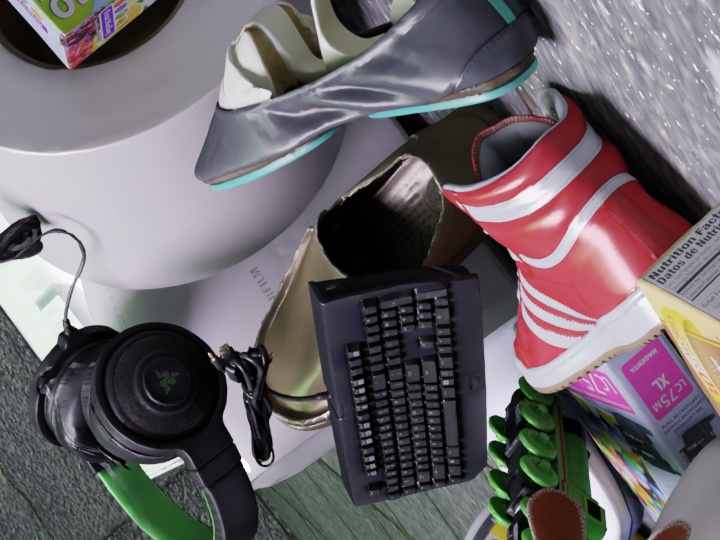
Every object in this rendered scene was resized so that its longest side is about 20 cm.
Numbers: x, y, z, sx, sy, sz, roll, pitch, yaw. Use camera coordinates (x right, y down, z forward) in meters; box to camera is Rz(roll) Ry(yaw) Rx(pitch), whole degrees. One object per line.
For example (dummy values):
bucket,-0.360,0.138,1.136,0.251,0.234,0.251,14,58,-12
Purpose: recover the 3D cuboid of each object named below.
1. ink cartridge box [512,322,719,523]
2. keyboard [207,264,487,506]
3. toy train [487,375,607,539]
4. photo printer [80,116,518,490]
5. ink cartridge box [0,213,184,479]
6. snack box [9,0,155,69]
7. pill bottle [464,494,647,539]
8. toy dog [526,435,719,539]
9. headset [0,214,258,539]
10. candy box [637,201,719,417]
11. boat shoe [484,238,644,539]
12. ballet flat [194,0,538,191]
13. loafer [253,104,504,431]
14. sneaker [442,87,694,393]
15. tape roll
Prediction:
ink cartridge box,0.167,0.102,1.144,0.200,0.042,0.119,51,170,-18
keyboard,-0.002,0.062,1.045,0.200,0.126,0.021,82,-179,-57
toy train,0.094,0.115,1.099,0.056,0.042,0.200,32,-158,-10
photo printer,-0.039,0.010,1.166,0.167,0.199,0.069,55,177,9
ink cartridge box,-0.133,0.000,1.278,0.201,0.085,0.146,56,-148,-11
snack box,-0.144,-0.214,1.002,0.200,0.142,0.053,48,169,8
pill bottle,0.160,0.225,1.418,0.200,0.112,0.112,38,166,44
toy dog,0.137,0.114,0.976,0.131,0.200,0.097,-5,112,47
headset,-0.127,0.067,1.077,0.123,0.094,0.201,-3,117,56
candy box,0.196,0.056,0.796,0.116,0.055,0.200,55,168,-31
boat shoe,0.096,0.068,1.229,0.065,0.073,0.201,-23,-91,-60
ballet flat,-0.011,-0.090,0.947,0.199,0.073,0.073,-15,121,43
loafer,0.000,0.000,1.059,0.076,0.200,0.067,47,-150,23
sneaker,0.084,-0.013,0.977,0.112,0.071,0.200,45,162,0
tape roll,-0.115,-0.110,1.099,0.203,0.202,0.139,43,168,28
